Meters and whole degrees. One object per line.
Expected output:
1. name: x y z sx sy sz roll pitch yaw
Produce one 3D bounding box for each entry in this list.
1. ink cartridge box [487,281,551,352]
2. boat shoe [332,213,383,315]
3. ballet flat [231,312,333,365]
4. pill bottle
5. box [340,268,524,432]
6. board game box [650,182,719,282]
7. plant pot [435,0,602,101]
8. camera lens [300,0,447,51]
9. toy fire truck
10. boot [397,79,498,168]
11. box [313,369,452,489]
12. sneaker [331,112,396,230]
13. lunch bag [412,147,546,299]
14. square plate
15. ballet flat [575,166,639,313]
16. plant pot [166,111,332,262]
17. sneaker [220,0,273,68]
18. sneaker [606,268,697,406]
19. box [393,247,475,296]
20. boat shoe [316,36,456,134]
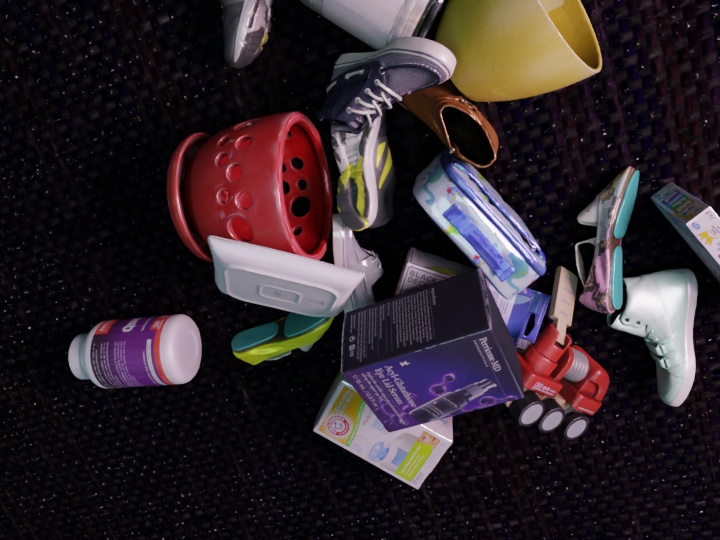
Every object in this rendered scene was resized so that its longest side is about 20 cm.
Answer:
1. ink cartridge box: 0.182 0.070 0.886 0.196 0.042 0.121 14 112 2
2. boat shoe: 0.000 0.001 0.869 0.070 0.070 0.203 -9 124 3
3. ballet flat: -0.117 0.108 0.941 0.197 0.067 0.067 -21 127 18
4. pill bottle: -0.374 0.136 0.958 0.196 0.113 0.114 -5 109 10
5. box: 0.093 0.108 0.750 0.197 0.105 0.149 -20 129 19
6. board game box: 0.475 -0.018 0.755 0.034 0.135 0.200 -41 100 20
7. plant pot: 0.173 -0.287 0.690 0.141 0.200 0.201 -27 105 39
8. camera lens: 0.014 -0.366 0.686 0.198 0.160 0.161 31 112 -3
9. toy fire truck: 0.294 0.119 0.844 0.174 0.129 0.201 23 108 -34
10. boot: 0.096 -0.206 0.734 0.200 0.156 0.077 45 111 -9
11. box: 0.038 0.239 0.936 0.198 0.102 0.113 30 111 -3
12. sneaker: 0.009 -0.156 0.808 0.073 0.084 0.204 3 90 34
13. lunch bag: 0.160 -0.065 0.773 0.082 0.161 0.200 -41 99 21
14. square plate: -0.107 0.020 0.780 0.195 0.200 0.029 14 70 -6
15. ballet flat: 0.336 -0.043 0.802 0.070 0.069 0.204 11 100 40
16. plant pot: -0.150 -0.102 0.791 0.179 0.201 0.204 -5 110 16
17. sneaker: -0.162 -0.376 0.766 0.083 0.074 0.203 15 103 9
18. sneaker: 0.415 0.100 0.838 0.116 0.074 0.204 -3 100 3
19. box: 0.094 0.081 0.852 0.115 0.060 0.203 19 114 3
20. boat shoe: 0.025 -0.210 0.687 0.074 0.199 0.094 27 83 -35
